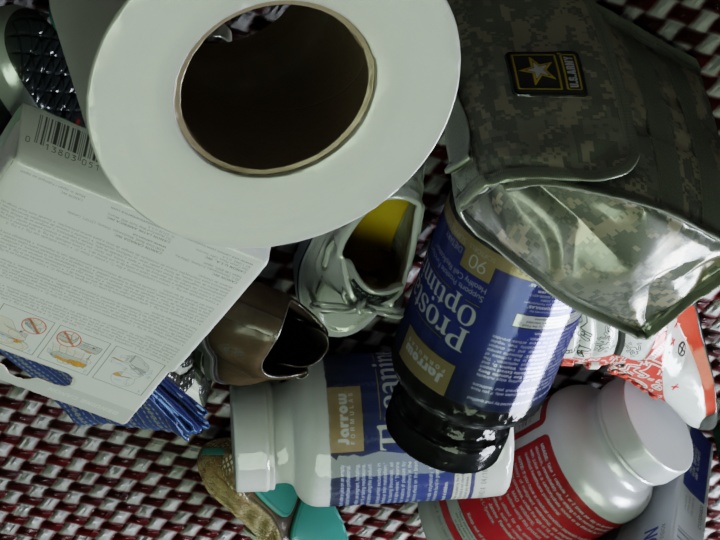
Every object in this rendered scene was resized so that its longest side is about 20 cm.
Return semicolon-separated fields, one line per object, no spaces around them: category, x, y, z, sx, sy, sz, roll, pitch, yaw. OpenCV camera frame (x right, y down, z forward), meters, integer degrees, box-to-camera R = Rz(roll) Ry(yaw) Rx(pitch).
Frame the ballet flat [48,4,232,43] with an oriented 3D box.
ballet flat;-0.103;-0.117;1.286;0.075;0.068;0.200;-29;135;14

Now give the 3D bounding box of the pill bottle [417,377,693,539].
pill bottle;0.149;0.157;1.643;0.200;0.112;0.112;-33;136;31

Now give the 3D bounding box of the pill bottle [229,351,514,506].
pill bottle;0.006;0.115;1.567;0.200;0.111;0.111;-3;143;-5

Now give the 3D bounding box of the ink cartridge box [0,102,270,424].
ink cartridge box;-0.166;0.002;1.269;0.161;0.050;0.200;22;140;-19

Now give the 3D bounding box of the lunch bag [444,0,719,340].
lunch bag;0.124;-0.077;1.283;0.200;0.164;0.118;24;131;-36

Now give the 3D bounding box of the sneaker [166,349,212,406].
sneaker;-0.153;0.049;1.461;0.088;0.077;0.200;7;165;8

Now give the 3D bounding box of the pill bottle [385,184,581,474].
pill bottle;0.085;0.034;1.431;0.112;0.112;0.200;8;124;-18

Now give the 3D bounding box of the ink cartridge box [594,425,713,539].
ink cartridge box;0.180;0.226;1.675;0.200;0.200;0.041;-34;110;29

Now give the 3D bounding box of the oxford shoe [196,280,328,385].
oxford shoe;-0.062;0.051;1.452;0.084;0.073;0.200;22;176;11

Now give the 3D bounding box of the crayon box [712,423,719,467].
crayon box;0.348;0.215;1.675;0.126;0.200;0.052;26;133;-35

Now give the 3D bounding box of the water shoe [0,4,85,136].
water shoe;-0.195;-0.075;1.283;0.079;0.072;0.200;0;131;24

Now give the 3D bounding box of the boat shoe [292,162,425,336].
boat shoe;0.005;0.000;1.434;0.074;0.086;0.202;6;141;-16

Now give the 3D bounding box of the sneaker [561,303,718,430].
sneaker;0.193;0.052;1.549;0.108;0.067;0.202;-13;139;8

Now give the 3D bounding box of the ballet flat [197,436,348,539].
ballet flat;-0.071;0.184;1.703;0.065;0.071;0.200;8;148;29

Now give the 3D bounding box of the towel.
towel;-0.195;0.061;1.427;0.145;0.024;0.200;43;158;-23

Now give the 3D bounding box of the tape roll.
tape roll;-0.060;-0.132;1.163;0.202;0.139;0.203;-9;128;-12
